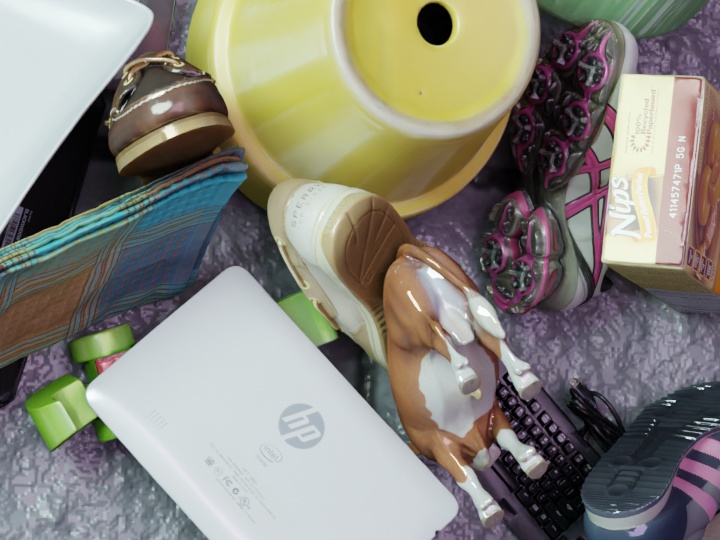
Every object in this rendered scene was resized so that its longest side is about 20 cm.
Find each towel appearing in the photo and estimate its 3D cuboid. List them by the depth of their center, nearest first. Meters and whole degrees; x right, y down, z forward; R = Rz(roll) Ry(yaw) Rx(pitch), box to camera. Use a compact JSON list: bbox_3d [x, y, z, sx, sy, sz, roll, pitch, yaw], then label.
[{"bbox_3d":[-0.161,0.006,1.635,0.200,0.147,0.022,-26,71,-32],"label":"towel"}]

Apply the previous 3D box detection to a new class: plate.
[{"bbox_3d":[-0.248,-0.104,1.645,0.200,0.032,0.200,25,67,19],"label":"plate"}]

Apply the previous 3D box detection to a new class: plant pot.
[{"bbox_3d":[0.015,-0.131,1.702,0.200,0.189,0.201,2,85,-19],"label":"plant pot"}]

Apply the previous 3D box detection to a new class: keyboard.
[{"bbox_3d":[-0.226,-0.027,1.691,0.104,0.040,0.200,21,83,-35],"label":"keyboard"},{"bbox_3d":[0.127,0.119,1.798,0.104,0.040,0.200,-43,100,-16],"label":"keyboard"}]

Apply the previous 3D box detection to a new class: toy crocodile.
[{"bbox_3d":[-0.106,0.056,1.713,0.200,0.062,0.068,-17,91,-19],"label":"toy crocodile"}]

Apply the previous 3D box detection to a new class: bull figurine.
[{"bbox_3d":[0.057,0.073,1.690,0.065,0.121,0.200,-31,137,-13],"label":"bull figurine"}]

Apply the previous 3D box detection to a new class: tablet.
[{"bbox_3d":[-0.050,0.105,1.673,0.130,0.014,0.200,-41,86,-24],"label":"tablet"}]

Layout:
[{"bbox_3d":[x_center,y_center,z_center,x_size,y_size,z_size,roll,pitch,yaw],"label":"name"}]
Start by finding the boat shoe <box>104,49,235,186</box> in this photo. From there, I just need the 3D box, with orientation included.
[{"bbox_3d":[-0.114,-0.090,1.634,0.070,0.200,0.070,-18,87,-6],"label":"boat shoe"}]

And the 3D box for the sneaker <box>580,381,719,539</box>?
[{"bbox_3d":[0.196,0.136,1.784,0.200,0.070,0.082,-35,123,-48],"label":"sneaker"}]

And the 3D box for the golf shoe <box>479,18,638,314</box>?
[{"bbox_3d":[0.138,-0.067,1.770,0.092,0.073,0.200,-6,126,-32],"label":"golf shoe"}]

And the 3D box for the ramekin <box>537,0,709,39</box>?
[{"bbox_3d":[0.156,-0.238,1.767,0.200,0.098,0.200,17,47,-19],"label":"ramekin"}]

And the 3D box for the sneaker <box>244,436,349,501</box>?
[{"bbox_3d":[-0.017,0.159,1.722,0.200,0.085,0.077,33,76,-14],"label":"sneaker"}]

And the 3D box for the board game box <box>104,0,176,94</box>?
[{"bbox_3d":[-0.156,-0.209,1.738,0.105,0.023,0.200,11,83,-15],"label":"board game box"}]

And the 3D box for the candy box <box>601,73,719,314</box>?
[{"bbox_3d":[0.202,-0.043,1.758,0.055,0.200,0.116,5,83,21],"label":"candy box"}]

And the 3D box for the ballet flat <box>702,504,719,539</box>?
[{"bbox_3d":[0.210,0.206,1.799,0.200,0.062,0.067,-34,137,-18],"label":"ballet flat"}]

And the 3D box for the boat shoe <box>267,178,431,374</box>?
[{"bbox_3d":[0.000,0.000,1.713,0.069,0.200,0.074,26,72,29],"label":"boat shoe"}]
